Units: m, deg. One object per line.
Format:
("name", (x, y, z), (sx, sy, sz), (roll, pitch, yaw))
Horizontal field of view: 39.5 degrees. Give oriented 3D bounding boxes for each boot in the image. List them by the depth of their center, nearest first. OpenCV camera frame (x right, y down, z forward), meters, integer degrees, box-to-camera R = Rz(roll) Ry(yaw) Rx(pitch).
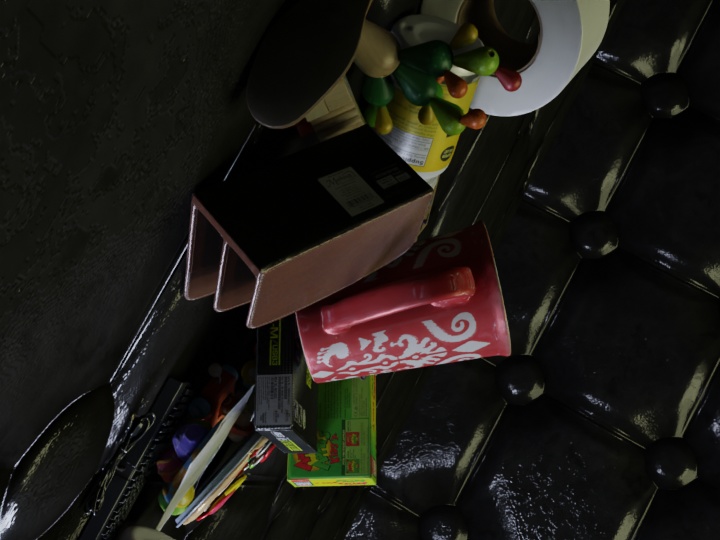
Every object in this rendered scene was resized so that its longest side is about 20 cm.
("boot", (-0.031, -0.198, 0.850), (0.202, 0.073, 0.076), (-62, 178, -15))

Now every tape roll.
("tape roll", (0.185, -0.303, 1.198), (0.139, 0.201, 0.205), (-44, 158, -53))

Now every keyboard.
("keyboard", (-0.224, 0.196, 0.977), (0.202, 0.020, 0.127), (-63, 168, -7))

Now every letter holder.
("letter holder", (-0.051, -0.021, 0.909), (0.198, 0.101, 0.143), (-26, 149, -35))

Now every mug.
("mug", (0.036, 0.025, 0.981), (0.179, 0.196, 0.135), (71, 8, -53))

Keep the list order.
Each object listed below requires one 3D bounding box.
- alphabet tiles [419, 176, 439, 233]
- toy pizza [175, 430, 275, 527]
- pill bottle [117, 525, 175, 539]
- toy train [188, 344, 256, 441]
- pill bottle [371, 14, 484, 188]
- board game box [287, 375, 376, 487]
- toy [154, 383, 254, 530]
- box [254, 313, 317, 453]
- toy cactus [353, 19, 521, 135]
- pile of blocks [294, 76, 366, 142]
("alphabet tiles", (0.061, -0.045, 1.359), (0.168, 0.007, 0.202), (-51, 161, -44))
("toy pizza", (-0.146, 0.238, 1.208), (0.200, 0.032, 0.200), (-48, 179, -1))
("pill bottle", (-0.247, 0.372, 1.011), (0.201, 0.114, 0.114), (-55, 168, 1))
("toy train", (-0.126, 0.133, 1.163), (0.200, 0.055, 0.152), (-49, 162, -47))
("pill bottle", (0.065, -0.180, 1.163), (0.114, 0.113, 0.202), (-47, 161, -49))
("board game box", (-0.033, 0.152, 1.199), (0.048, 0.100, 0.204), (67, 21, -68))
("toy", (-0.182, 0.197, 1.054), (0.115, 0.047, 0.201), (-53, 173, -43))
("box", (-0.077, 0.088, 1.093), (0.193, 0.047, 0.204), (67, 21, -71))
("toy cactus", (0.049, -0.199, 0.978), (0.199, 0.164, 0.104), (2, -116, 58))
("pile of blocks", (-0.034, -0.153, 0.972), (0.061, 0.083, 0.200), (-22, 157, 4))
